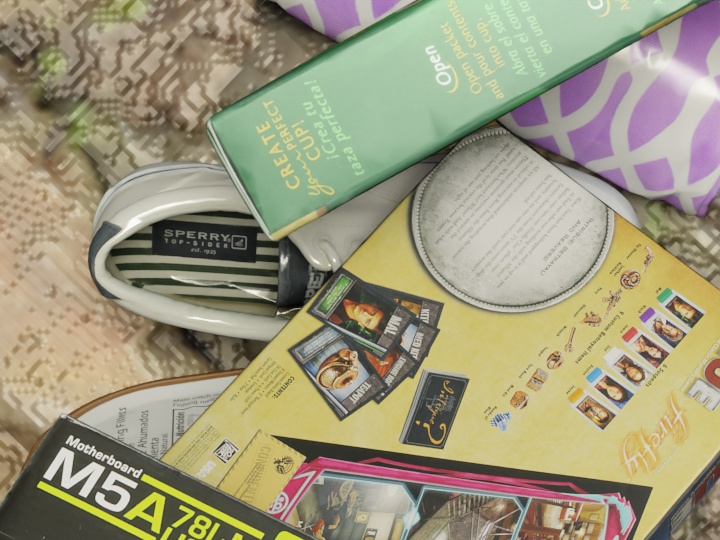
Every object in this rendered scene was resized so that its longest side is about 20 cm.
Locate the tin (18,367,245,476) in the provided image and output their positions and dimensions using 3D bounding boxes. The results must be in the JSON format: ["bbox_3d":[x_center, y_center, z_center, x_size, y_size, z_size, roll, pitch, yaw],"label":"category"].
[{"bbox_3d":[-0.021,0.072,0.794,0.199,0.112,0.042,-8,114,1],"label":"tin"}]

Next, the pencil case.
[{"bbox_3d":[0.057,-0.096,0.817,0.199,0.084,0.086,30,46,2],"label":"pencil case"}]

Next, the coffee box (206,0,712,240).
[{"bbox_3d":[0.052,-0.079,0.714,0.199,0.123,0.044,-29,96,4],"label":"coffee box"}]

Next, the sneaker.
[{"bbox_3d":[0.000,0.000,0.809,0.199,0.071,0.073,-1,112,6],"label":"sneaker"}]

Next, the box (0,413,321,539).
[{"bbox_3d":[-0.047,0.163,0.630,0.199,0.048,0.194,24,59,12],"label":"box"}]

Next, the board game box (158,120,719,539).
[{"bbox_3d":[0.026,0.063,0.725,0.135,0.035,0.200,39,74,18],"label":"board game box"}]
